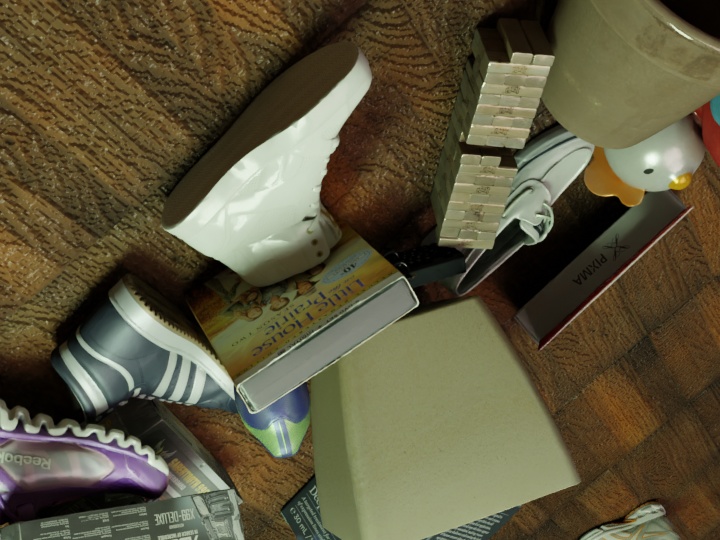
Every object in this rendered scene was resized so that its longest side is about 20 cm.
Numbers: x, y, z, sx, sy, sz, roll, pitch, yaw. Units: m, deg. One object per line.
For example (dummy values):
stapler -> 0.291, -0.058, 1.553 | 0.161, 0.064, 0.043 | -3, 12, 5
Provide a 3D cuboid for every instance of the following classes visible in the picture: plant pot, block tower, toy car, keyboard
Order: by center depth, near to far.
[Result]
plant pot -> 0.228, -0.190, 1.020 | 0.199, 0.202, 0.175 | -10, 153, -33
block tower -> 0.106, -0.112, 1.081 | 0.053, 0.058, 0.201 | 3, 130, -12
keyboard -> 0.000, 0.000, 1.093 | 0.198, 0.104, 0.040 | -16, 112, -23
plant pot -> 0.053, 0.126, 1.156 | 0.198, 0.179, 0.200 | -15, 180, -13
toy car -> 0.297, -0.120, 1.170 | 0.200, 0.178, 0.184 | -39, 149, 23

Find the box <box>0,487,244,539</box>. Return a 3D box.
box -> -0.217, 0.223, 1.033 | 0.199, 0.050, 0.157 | 0, 163, -43

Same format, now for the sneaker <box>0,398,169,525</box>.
sneaker -> -0.247, 0.157, 0.993 | 0.198, 0.089, 0.080 | 17, 156, -21

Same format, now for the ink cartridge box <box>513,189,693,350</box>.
ink cartridge box -> 0.238, -0.006, 1.274 | 0.200, 0.045, 0.176 | -44, 171, 7

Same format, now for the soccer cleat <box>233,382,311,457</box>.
soccer cleat -> -0.076, 0.090, 1.054 | 0.064, 0.200, 0.085 | -13, 106, -3

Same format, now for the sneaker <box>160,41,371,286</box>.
sneaker -> -0.043, -0.073, 0.967 | 0.200, 0.074, 0.115 | -41, 124, 19

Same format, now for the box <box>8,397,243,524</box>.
box -> -0.213, 0.203, 1.166 | 0.158, 0.048, 0.200 | -36, 145, -4

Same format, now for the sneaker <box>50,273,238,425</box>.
sneaker -> -0.172, 0.089, 1.059 | 0.108, 0.070, 0.200 | -42, 140, 1

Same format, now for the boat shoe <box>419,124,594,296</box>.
boat shoe -> 0.148, -0.050, 1.187 | 0.200, 0.067, 0.074 | -42, 145, 5

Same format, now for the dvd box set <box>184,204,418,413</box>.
dvd box set -> -0.053, 0.023, 0.990 | 0.146, 0.200, 0.030 | -33, 115, -5

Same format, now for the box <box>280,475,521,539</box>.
box -> 0.041, 0.252, 1.357 | 0.200, 0.149, 0.107 | -46, 144, 11

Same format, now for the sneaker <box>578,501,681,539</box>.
sneaker -> 0.390, 0.419, 1.895 | 0.198, 0.092, 0.076 | -24, 142, -18
